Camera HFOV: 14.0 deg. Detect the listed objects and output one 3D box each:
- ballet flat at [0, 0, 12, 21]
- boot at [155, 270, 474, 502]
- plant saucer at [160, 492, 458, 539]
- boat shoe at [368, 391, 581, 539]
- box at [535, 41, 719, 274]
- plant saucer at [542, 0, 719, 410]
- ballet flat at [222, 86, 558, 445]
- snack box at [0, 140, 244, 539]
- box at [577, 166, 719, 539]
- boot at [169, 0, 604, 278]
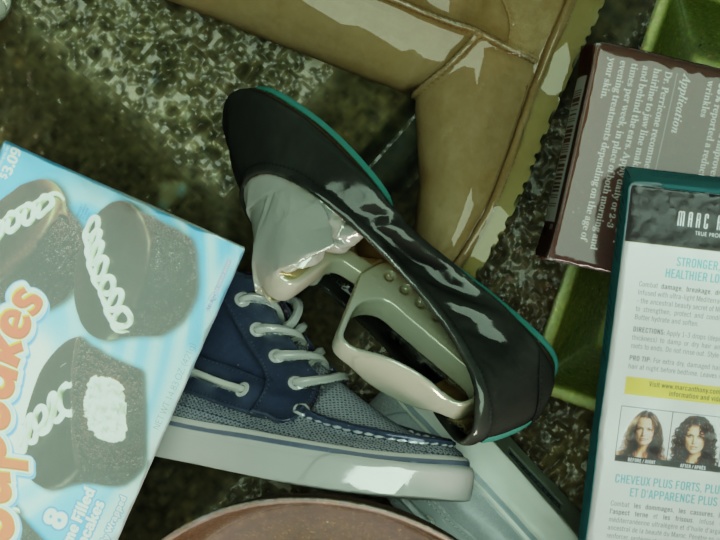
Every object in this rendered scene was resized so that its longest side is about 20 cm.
[{"bbox_3d":[-0.167,-0.150,1.334,0.063,0.069,0.200,40,90,-9],"label":"ballet flat"},{"bbox_3d":[-0.039,0.047,1.313,0.199,0.073,0.091,9,87,21],"label":"boot"},{"bbox_3d":[-0.014,0.170,1.319,0.199,0.037,0.201,3,125,5],"label":"plant saucer"},{"bbox_3d":[0.069,0.135,1.349,0.071,0.070,0.201,-42,87,9],"label":"boat shoe"},{"bbox_3d":[0.185,-0.032,1.296,0.199,0.075,0.101,13,92,-1],"label":"box"},{"bbox_3d":[0.200,-0.010,1.356,0.199,0.048,0.201,19,90,-2],"label":"plant saucer"},{"bbox_3d":[0.000,0.000,1.285,0.200,0.068,0.068,42,55,10],"label":"ballet flat"},{"bbox_3d":[-0.143,0.058,1.276,0.116,0.037,0.201,24,87,-4],"label":"snack box"},{"bbox_3d":[0.140,0.061,1.246,0.082,0.049,0.201,7,100,0],"label":"box"},{"bbox_3d":[-0.009,-0.098,1.344,0.199,0.066,0.176,24,78,-3],"label":"boot"}]
